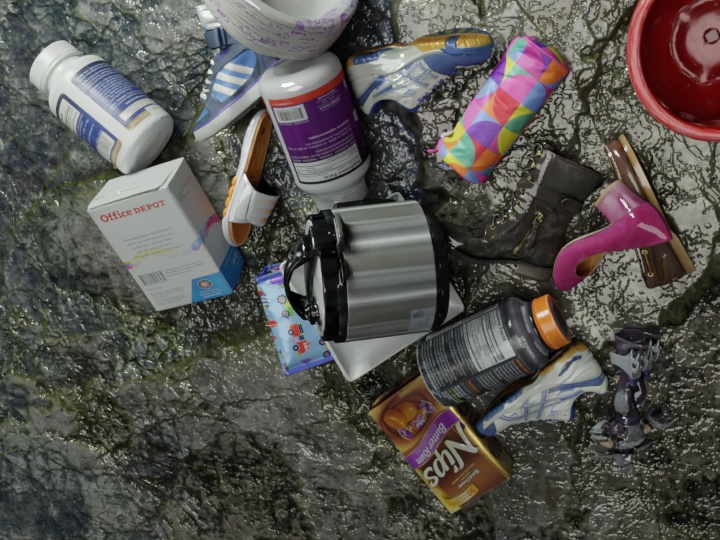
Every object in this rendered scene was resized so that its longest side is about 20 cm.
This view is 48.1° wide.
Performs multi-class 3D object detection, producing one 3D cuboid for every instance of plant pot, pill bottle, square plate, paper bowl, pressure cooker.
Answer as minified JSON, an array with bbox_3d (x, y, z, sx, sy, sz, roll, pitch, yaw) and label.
[{"bbox_3d":[0.396,-0.251,0.888,0.199,0.182,0.202,5,107,17],"label":"plant pot"},{"bbox_3d":[-0.385,-0.244,1.194,0.200,0.111,0.111,40,114,4],"label":"pill bottle"},{"bbox_3d":[0.017,0.024,1.140,0.199,0.028,0.199,-32,102,-3],"label":"square plate"},{"bbox_3d":[-0.054,-0.183,1.084,0.111,0.113,0.201,-6,125,20],"label":"pill bottle"},{"bbox_3d":[-0.109,-0.356,1.025,0.201,0.201,0.104,46,141,1],"label":"paper bowl"},{"bbox_3d":[0.001,0.002,1.029,0.198,0.179,0.178,-7,103,-9],"label":"pressure cooker"},{"bbox_3d":[0.185,0.105,1.108,0.199,0.106,0.107,-27,96,24],"label":"pill bottle"}]

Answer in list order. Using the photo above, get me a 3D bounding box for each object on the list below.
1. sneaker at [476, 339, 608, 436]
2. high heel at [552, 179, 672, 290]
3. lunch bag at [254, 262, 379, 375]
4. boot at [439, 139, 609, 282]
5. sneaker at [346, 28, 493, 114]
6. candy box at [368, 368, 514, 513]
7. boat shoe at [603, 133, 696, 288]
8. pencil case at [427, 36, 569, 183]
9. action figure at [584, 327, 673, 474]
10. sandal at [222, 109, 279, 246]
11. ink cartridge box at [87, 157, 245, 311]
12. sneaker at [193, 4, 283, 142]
[{"bbox_3d":[0.253,0.187,1.127,0.200,0.075,0.088,-41,91,25],"label":"sneaker"},{"bbox_3d":[0.311,-0.015,1.011,0.096,0.067,0.201,54,143,26],"label":"high heel"},{"bbox_3d":[-0.034,0.047,1.188,0.198,0.094,0.152,-16,100,6],"label":"lunch bag"},{"bbox_3d":[0.204,-0.089,1.060,0.198,0.069,0.175,15,111,-9],"label":"boot"},{"bbox_3d":[0.082,-0.257,1.054,0.198,0.075,0.089,-4,114,28],"label":"sneaker"},{"bbox_3d":[0.121,0.248,1.201,0.116,0.056,0.200,-39,92,24],"label":"candy box"},{"bbox_3d":[0.350,-0.070,1.019,0.070,0.070,0.201,-25,97,22],"label":"boat shoe"},{"bbox_3d":[0.176,-0.204,1.033,0.088,0.088,0.200,40,113,4],"label":"pencil case"},{"bbox_3d":[0.358,0.180,1.071,0.069,0.129,0.202,16,111,50],"label":"action figure"},{"bbox_3d":[-0.147,-0.125,1.167,0.059,0.079,0.208,21,110,15],"label":"sandal"},{"bbox_3d":[-0.283,-0.051,1.196,0.143,0.085,0.201,-12,126,21],"label":"ink cartridge box"},{"bbox_3d":[-0.193,-0.292,1.125,0.199,0.081,0.147,-36,99,20],"label":"sneaker"}]
